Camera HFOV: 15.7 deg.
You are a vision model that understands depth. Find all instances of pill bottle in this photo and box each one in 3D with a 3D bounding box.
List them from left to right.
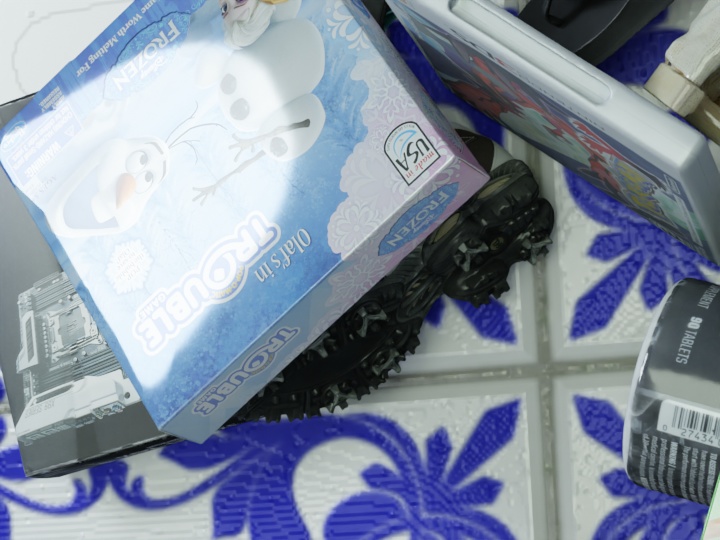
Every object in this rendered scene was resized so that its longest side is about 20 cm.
[{"bbox_3d":[0.233,0.077,1.242,0.199,0.106,0.107,15,90,19],"label":"pill bottle"}]

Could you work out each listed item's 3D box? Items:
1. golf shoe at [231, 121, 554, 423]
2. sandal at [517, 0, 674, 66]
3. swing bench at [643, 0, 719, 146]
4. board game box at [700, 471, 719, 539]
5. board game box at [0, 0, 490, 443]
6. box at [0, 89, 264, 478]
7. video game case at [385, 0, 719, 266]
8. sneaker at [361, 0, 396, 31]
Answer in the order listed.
[{"bbox_3d":[0.000,0.000,1.338,0.199,0.078,0.095,-33,55,-10],"label":"golf shoe"},{"bbox_3d":[0.143,-0.163,1.290,0.200,0.043,0.076,-34,31,34],"label":"sandal"},{"bbox_3d":[0.260,-0.108,1.200,0.200,0.130,0.199,37,97,-9],"label":"swing bench"},{"bbox_3d":[0.221,0.125,1.169,0.134,0.029,0.202,17,91,17],"label":"board game box"},{"bbox_3d":[-0.066,-0.055,1.293,0.200,0.043,0.199,-43,61,13],"label":"board game box"},{"bbox_3d":[-0.124,-0.005,1.399,0.157,0.050,0.202,-16,81,16],"label":"box"},{"bbox_3d":[0.097,-0.077,1.252,0.182,0.200,0.023,35,88,18],"label":"video game case"},{"bbox_3d":[-0.023,-0.158,1.378,0.079,0.075,0.202,-14,87,3],"label":"sneaker"}]
